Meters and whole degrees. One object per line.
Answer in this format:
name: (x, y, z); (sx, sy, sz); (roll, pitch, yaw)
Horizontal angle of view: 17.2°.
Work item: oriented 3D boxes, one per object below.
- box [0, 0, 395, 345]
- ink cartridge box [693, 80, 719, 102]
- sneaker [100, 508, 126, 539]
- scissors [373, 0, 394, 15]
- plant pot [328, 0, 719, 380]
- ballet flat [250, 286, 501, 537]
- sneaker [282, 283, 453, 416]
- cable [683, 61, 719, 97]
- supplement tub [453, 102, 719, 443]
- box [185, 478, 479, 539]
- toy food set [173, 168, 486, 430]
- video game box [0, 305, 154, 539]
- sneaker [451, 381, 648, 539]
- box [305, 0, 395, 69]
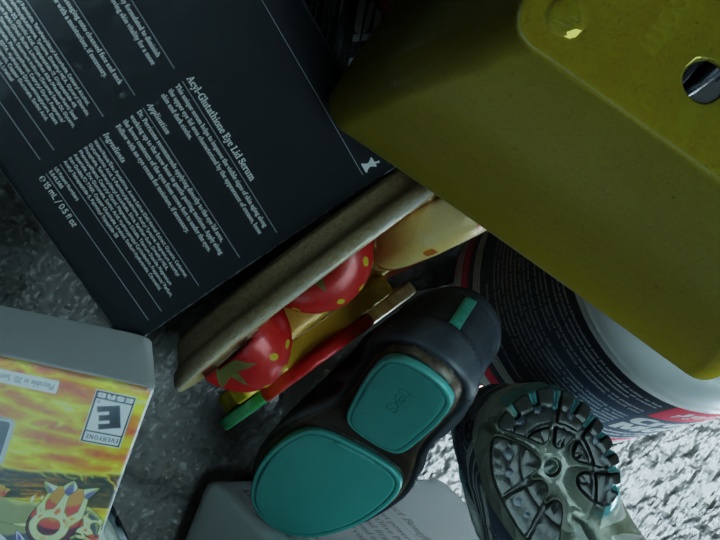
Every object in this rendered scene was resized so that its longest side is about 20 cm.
box: (-0.093, -0.089, 0.965); (0.141, 0.079, 0.200); (-32, 129, -2)
ink cartridge box: (0.253, -0.105, 1.173); (0.128, 0.200, 0.125); (-1, 120, -39)
sneaker: (-0.157, 0.120, 1.095); (0.086, 0.078, 0.200); (-27, 127, -7)
scissors: (0.084, -0.134, 1.084); (0.200, 0.014, 0.073); (9, 110, -39)
plant pot: (0.129, -0.095, 0.897); (0.200, 0.176, 0.200); (35, 83, -3)
ballet flat: (0.010, 0.063, 1.103); (0.073, 0.073, 0.200); (-16, 161, -31)
sneaker: (0.054, 0.049, 1.217); (0.200, 0.077, 0.082); (-28, 144, -16)
cable: (0.133, -0.130, 1.055); (0.200, 0.051, 0.163); (-4, 142, -32)
supplement tub: (0.140, 0.002, 1.094); (0.140, 0.200, 0.141); (4, 79, -21)
box: (0.002, 0.239, 1.215); (0.171, 0.199, 0.200); (3, 119, -41)
toy food set: (0.000, 0.000, 1.083); (0.200, 0.049, 0.198); (-37, 179, -11)
video game box: (-0.206, 0.091, 0.987); (0.200, 0.047, 0.182); (13, 120, -16)
sneaker: (0.100, 0.137, 1.117); (0.078, 0.086, 0.200); (-25, 106, -17)
box: (0.063, -0.161, 1.092); (0.193, 0.048, 0.200); (-11, 125, -35)
